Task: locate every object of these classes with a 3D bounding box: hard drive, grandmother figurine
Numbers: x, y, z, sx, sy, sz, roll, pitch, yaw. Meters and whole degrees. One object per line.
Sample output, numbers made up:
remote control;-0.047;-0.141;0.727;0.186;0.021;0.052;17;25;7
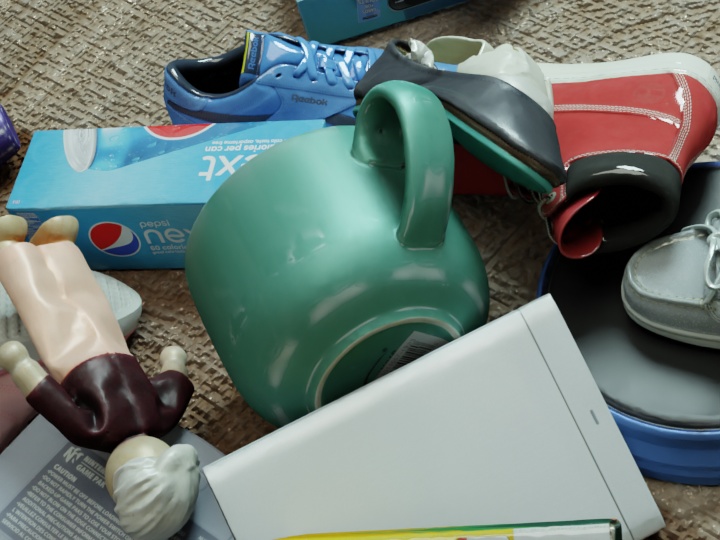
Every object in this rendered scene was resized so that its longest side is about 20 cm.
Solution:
hard drive;0.037;0.115;0.860;0.199;0.027;0.133;-26;85;-5
grandmother figurine;-0.141;0.059;0.924;0.120;0.061;0.201;-7;53;-36

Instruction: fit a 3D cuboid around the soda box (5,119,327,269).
soda box;-0.114;-0.046;1.060;0.198;0.064;0.068;0;51;16

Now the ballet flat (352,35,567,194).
ballet flat;0.060;-0.096;0.935;0.073;0.073;0.200;-37;27;-15

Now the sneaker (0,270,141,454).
sneaker;-0.217;0.070;0.999;0.075;0.105;0.199;32;36;29

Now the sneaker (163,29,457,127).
sneaker;-0.030;-0.117;1.085;0.198;0.079;0.066;-6;48;11

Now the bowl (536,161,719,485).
bowl;0.190;0.021;0.927;0.199;0.040;0.202;-9;50;10

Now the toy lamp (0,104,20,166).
toy lamp;-0.324;-0.055;1.138;0.199;0.058;0.058;-27;49;-3

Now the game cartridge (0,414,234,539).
game cartridge;-0.125;0.147;0.924;0.199;0.042;0.133;28;60;34

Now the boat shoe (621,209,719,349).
boat shoe;0.226;-0.006;0.861;0.200;0.065;0.075;-1;51;29

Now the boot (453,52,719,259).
boot;0.096;-0.054;0.959;0.199;0.073;0.145;-8;33;33

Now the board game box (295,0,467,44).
board game box;0.043;-0.247;1.188;0.198;0.047;0.152;-17;48;4

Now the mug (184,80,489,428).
mug;-0.009;0.007;0.903;0.151;0.186;0.115;-23;52;-9

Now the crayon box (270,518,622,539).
crayon box;0.026;0.185;0.796;0.198;0.051;0.128;-4;84;13
